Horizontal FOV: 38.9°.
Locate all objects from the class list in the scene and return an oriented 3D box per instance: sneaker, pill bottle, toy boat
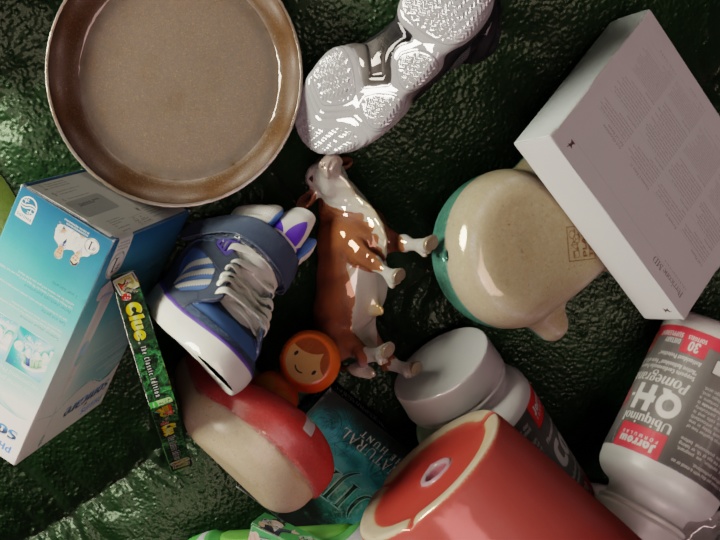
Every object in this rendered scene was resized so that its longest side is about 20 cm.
[{"bbox_3d":[0.041,-0.163,0.795,0.199,0.113,0.076,-38,83,31],"label":"sneaker"},{"bbox_3d":[-0.087,0.003,0.788,0.146,0.200,0.081,-45,112,-7],"label":"sneaker"},{"bbox_3d":[0.277,0.148,0.895,0.110,0.110,0.202,32,79,-17],"label":"pill bottle"},{"bbox_3d":[0.121,0.158,0.918,0.113,0.114,0.201,-31,111,6],"label":"pill bottle"},{"bbox_3d":[-0.069,0.104,0.841,0.131,0.200,0.131,-45,110,-3],"label":"toy boat"}]

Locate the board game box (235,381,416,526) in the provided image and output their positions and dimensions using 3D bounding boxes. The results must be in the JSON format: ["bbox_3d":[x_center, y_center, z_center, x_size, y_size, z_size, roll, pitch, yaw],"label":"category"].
[{"bbox_3d":[-0.002,0.210,0.971,0.199,0.028,0.135,40,102,-18],"label":"board game box"}]

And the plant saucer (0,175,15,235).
[{"bbox_3d":[-0.379,-0.020,0.843,0.196,0.031,0.203,-2,110,-5],"label":"plant saucer"}]

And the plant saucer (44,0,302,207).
[{"bbox_3d":[-0.143,-0.151,0.795,0.197,0.032,0.204,0,94,-3],"label":"plant saucer"}]

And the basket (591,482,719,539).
[{"bbox_3d":[0.273,0.330,0.955,0.195,0.201,0.163,13,111,-10],"label":"basket"}]

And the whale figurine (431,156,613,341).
[{"bbox_3d":[0.149,-0.021,0.873,0.197,0.103,0.162,-8,92,-27],"label":"whale figurine"}]

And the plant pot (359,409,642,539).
[{"bbox_3d":[0.107,0.221,0.791,0.200,0.201,0.178,-39,97,9],"label":"plant pot"}]

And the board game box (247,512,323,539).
[{"bbox_3d":[-0.052,0.326,0.872,0.133,0.029,0.203,20,106,18],"label":"board game box"}]

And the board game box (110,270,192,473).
[{"bbox_3d":[-0.163,0.087,0.808,0.023,0.201,0.106,-19,70,-14],"label":"board game box"}]

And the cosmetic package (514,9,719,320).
[{"bbox_3d":[0.235,-0.083,0.837,0.200,0.051,0.151,49,66,-20],"label":"cosmetic package"}]

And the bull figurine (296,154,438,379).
[{"bbox_3d":[0.000,0.000,0.856,0.065,0.121,0.203,-22,126,-36],"label":"bull figurine"}]

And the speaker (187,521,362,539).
[{"bbox_3d":[-0.065,0.277,0.935,0.197,0.089,0.090,-8,113,17],"label":"speaker"}]

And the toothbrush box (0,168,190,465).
[{"bbox_3d":[-0.233,0.029,0.807,0.084,0.146,0.202,29,107,5],"label":"toothbrush box"}]
